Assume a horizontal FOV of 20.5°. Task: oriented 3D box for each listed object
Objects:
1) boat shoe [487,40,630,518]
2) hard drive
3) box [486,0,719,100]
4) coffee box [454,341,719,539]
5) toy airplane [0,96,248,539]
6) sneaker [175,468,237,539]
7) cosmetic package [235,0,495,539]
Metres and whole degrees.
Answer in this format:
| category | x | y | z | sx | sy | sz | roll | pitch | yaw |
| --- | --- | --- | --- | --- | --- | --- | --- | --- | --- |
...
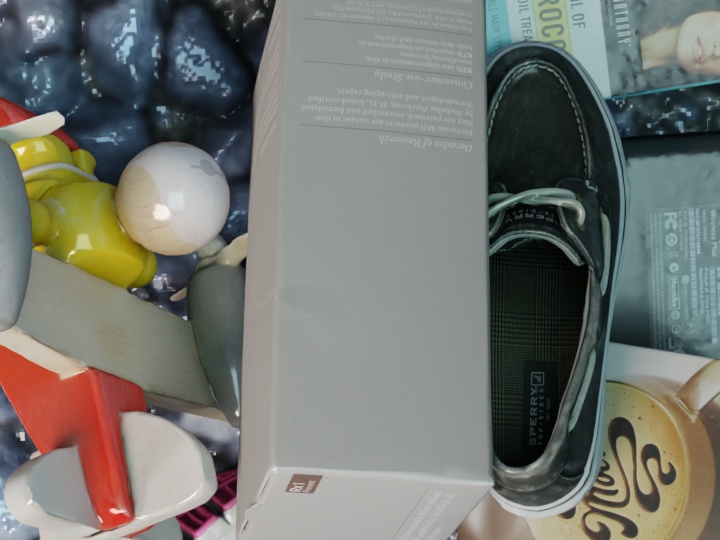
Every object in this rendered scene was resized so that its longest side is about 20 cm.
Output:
| category | x | y | z | sx | sy | sz | roll | pitch | yaw |
| --- | --- | --- | --- | --- | --- | --- | --- | --- | --- |
| boat shoe | 0.073 | -0.005 | 0.789 | 0.072 | 0.071 | 0.200 | -5 | 72 | 7 |
| hard drive | 0.202 | 0.004 | 0.909 | 0.200 | 0.033 | 0.140 | -4 | 98 | -6 |
| box | 0.083 | -0.112 | 0.870 | 0.200 | 0.049 | 0.082 | -10 | 99 | -8 |
| coffee box | 0.096 | 0.133 | 0.833 | 0.113 | 0.080 | 0.200 | 9 | 81 | 12 |
| toy airplane | -0.103 | 0.012 | 0.779 | 0.141 | 0.200 | 0.199 | -42 | 103 | 10 |
| sneaker | -0.025 | 0.119 | 0.866 | 0.200 | 0.081 | 0.088 | -40 | 100 | -2 |
| cosmetic package | 0.000 | 0.000 | 0.753 | 0.090 | 0.107 | 0.200 | 2 | 69 | -10 |
